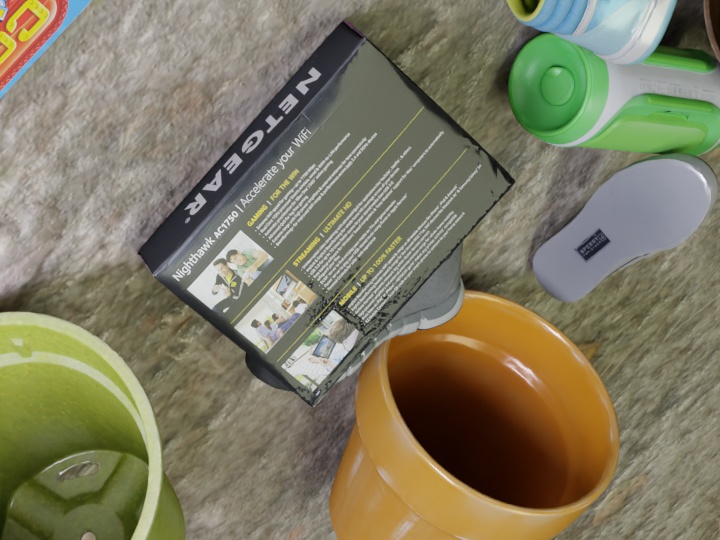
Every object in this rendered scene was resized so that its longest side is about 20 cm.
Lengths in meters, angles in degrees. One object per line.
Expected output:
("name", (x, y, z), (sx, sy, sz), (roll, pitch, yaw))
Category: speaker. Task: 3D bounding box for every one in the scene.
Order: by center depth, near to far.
("speaker", (0.195, -0.127, 1.335), (0.199, 0.088, 0.089), (1, 125, -48))

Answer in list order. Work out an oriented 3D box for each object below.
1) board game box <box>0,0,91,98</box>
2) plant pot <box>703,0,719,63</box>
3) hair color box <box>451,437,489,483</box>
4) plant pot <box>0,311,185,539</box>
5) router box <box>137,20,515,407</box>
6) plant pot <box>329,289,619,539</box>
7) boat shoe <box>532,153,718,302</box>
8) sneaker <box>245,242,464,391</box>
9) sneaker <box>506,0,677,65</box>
("board game box", (-0.256, -0.120, 0.868), (0.200, 0.056, 0.196), (-47, 147, 1))
("plant pot", (0.366, -0.181, 1.409), (0.187, 0.187, 0.200), (-48, 162, 4))
("hair color box", (0.079, 0.200, 1.575), (0.099, 0.061, 0.201), (-2, 126, -47))
("plant pot", (-0.193, 0.150, 1.127), (0.200, 0.200, 0.184), (-42, 157, -6))
("router box", (-0.020, -0.034, 1.170), (0.200, 0.051, 0.149), (-48, 118, 2))
("plant pot", (0.068, 0.148, 1.409), (0.200, 0.201, 0.184), (-14, 151, -39))
("boat shoe", (0.212, -0.039, 1.415), (0.066, 0.072, 0.200), (-37, 174, -39))
("sneaker", (0.000, 0.000, 1.278), (0.200, 0.075, 0.116), (-27, 137, -41))
("sneaker", (0.157, -0.239, 1.185), (0.130, 0.079, 0.201), (9, 102, -31))
